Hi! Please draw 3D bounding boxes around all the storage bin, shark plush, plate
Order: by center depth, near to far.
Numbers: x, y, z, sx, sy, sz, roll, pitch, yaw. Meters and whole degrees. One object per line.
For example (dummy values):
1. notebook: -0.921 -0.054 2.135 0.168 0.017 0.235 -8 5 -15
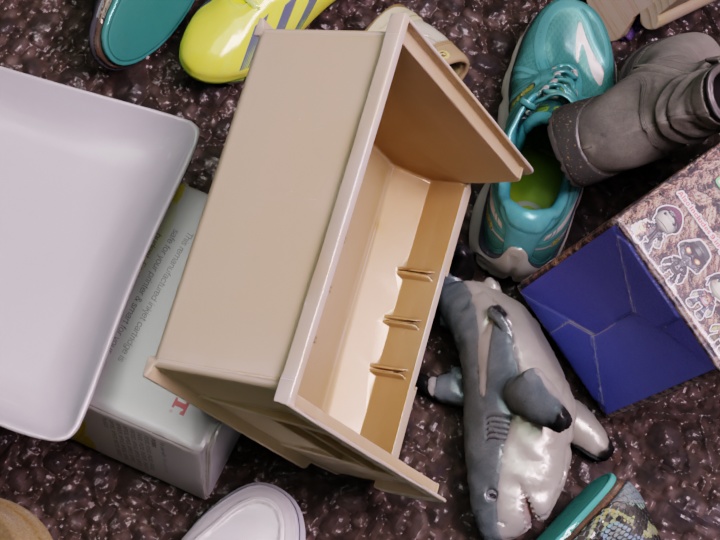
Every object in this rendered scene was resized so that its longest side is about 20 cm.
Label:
1. storage bin: 0.000 0.000 0.861 0.093 0.198 0.201 6 72 31
2. plate: -0.210 -0.019 0.879 0.198 0.032 0.201 17 64 6
3. shark plush: 0.064 0.053 0.939 0.083 0.091 0.201 -33 72 14

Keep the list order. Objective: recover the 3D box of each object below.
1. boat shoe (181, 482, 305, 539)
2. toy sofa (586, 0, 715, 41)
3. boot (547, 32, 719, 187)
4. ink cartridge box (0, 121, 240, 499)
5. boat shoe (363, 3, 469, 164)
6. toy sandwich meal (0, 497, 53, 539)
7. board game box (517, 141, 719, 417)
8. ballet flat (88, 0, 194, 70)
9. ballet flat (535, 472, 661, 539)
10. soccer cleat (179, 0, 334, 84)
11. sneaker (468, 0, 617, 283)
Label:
1. boat shoe: -0.089 0.194 0.854 0.073 0.067 0.201 27 65 9
2. toy sofa: 0.170 -0.259 1.073 0.083 0.097 0.201 -28 85 -40
3. boot: 0.210 -0.107 0.960 0.200 0.130 0.068 -34 103 -48
4. ink cartridge box: -0.144 0.020 0.927 0.199 0.084 0.146 23 64 9
5. boat shoe: -0.003 -0.082 0.994 0.066 0.074 0.200 29 65 16
6. toy sandwich meal: -0.223 0.209 0.830 0.204 0.070 0.206 -16 43 16
7. board game box: 0.214 -0.021 0.920 0.199 0.159 0.097 -34 86 -20
8. ballet flat: -0.127 -0.214 1.061 0.073 0.073 0.201 30 72 11
9. ballet flat: 0.089 0.193 0.872 0.200 0.074 0.074 -37 71 -16
10. soccer cleat: -0.038 -0.194 1.041 0.200 0.084 0.065 -37 72 -19
11. sneaker: 0.121 -0.089 1.003 0.077 0.080 0.201 13 63 3
